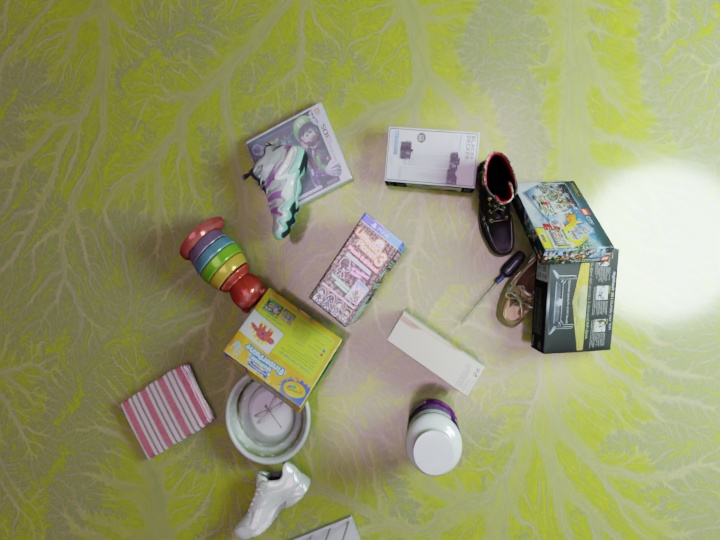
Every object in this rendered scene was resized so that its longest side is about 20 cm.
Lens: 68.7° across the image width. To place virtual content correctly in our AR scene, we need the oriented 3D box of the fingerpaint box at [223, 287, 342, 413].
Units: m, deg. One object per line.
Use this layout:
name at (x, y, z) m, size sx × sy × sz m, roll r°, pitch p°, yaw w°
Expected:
fingerpaint box at (-0.162, 0.169, 1.120) m, size 0.196 × 0.074 × 0.169 m, roll 32°, pitch 66°, yaw 6°

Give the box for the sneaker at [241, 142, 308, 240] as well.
sneaker at (-0.198, -0.176, 1.141) m, size 0.135 × 0.078 × 0.208 m, roll 11°, pitch 81°, yaw 8°

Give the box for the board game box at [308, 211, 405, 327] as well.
board game box at (0.000, 0.000, 1.087) m, size 0.096 × 0.159 × 0.203 m, roll 35°, pitch 93°, yaw 6°

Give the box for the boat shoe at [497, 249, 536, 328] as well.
boat shoe at (0.348, 0.025, 1.088) m, size 0.072 × 0.063 × 0.205 m, roll 28°, pitch 93°, yaw 7°

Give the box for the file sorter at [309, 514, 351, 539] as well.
file sorter at (-0.089, 0.643, 1.108) m, size 0.194 × 0.124 × 0.143 m, roll -24°, pitch 86°, yaw 7°

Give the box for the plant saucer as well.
plant saucer at (-0.199, 0.318, 1.164) m, size 0.192 × 0.050 × 0.209 m, roll 0°, pitch 89°, yaw 8°

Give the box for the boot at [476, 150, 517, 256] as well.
boot at (0.276, -0.134, 1.056) m, size 0.070 × 0.150 × 0.208 m, roll -7°, pitch 88°, yaw 7°

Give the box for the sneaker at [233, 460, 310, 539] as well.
sneaker at (-0.207, 0.491, 1.148) m, size 0.199 × 0.078 × 0.100 m, roll -41°, pitch 93°, yaw -4°

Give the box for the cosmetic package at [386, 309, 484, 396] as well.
cosmetic package at (0.153, 0.167, 1.094) m, size 0.197 × 0.105 × 0.072 m, roll 34°, pitch 92°, yaw 5°

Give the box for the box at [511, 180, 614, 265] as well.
box at (0.383, -0.097, 1.023) m, size 0.131 × 0.039 × 0.204 m, roll -2°, pitch 45°, yaw -4°

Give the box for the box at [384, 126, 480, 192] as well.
box at (0.151, -0.236, 1.120) m, size 0.192 × 0.060 × 0.122 m, roll 7°, pitch 90°, yaw 7°

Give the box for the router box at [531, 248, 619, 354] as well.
router box at (0.424, 0.056, 1.045) m, size 0.151 × 0.052 × 0.208 m, roll 0°, pitch 99°, yaw -12°

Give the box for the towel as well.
towel at (-0.443, 0.324, 1.211) m, size 0.196 × 0.030 × 0.150 m, roll -31°, pitch 85°, yaw 9°

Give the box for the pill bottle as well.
pill bottle at (0.144, 0.330, 1.042) m, size 0.108 × 0.200 × 0.117 m, roll 0°, pitch 90°, yaw 7°

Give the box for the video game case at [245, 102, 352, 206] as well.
video game case at (-0.138, -0.246, 1.178) m, size 0.195 × 0.023 × 0.187 m, roll -25°, pitch 86°, yaw 7°

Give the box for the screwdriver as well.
screwdriver at (0.275, 0.036, 1.114) m, size 0.200 × 0.028 × 0.029 m, roll -45°, pitch 113°, yaw 1°

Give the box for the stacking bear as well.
stacking bear at (-0.292, -0.002, 1.156) m, size 0.121 × 0.114 × 0.200 m, roll -44°, pitch 89°, yaw 5°
